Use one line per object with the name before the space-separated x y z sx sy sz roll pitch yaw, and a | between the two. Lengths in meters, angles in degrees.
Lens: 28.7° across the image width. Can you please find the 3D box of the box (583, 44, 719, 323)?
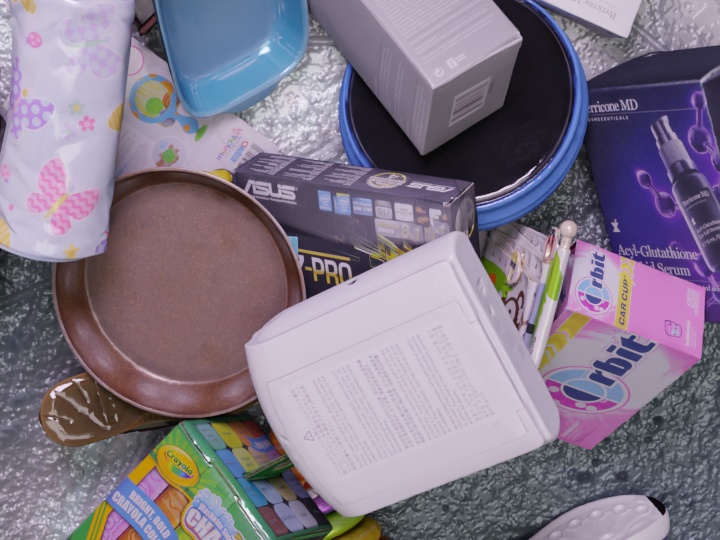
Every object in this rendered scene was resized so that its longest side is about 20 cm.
box | 0.271 -0.070 1.111 0.104 0.147 0.203 -26 105 -29

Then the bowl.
bowl | 0.078 -0.132 1.097 0.197 0.039 0.204 -2 76 8

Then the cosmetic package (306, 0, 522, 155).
cosmetic package | 0.023 -0.200 1.041 0.089 0.107 0.201 -30 74 -13

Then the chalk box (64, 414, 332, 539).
chalk box | -0.116 0.198 1.119 0.200 0.125 0.124 -45 72 12

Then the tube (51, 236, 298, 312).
tube | -0.144 0.001 1.113 0.197 0.051 0.078 6 125 11

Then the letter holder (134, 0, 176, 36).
letter holder | -0.126 -0.278 1.036 0.200 0.142 0.101 -44 103 4

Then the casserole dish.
casserole dish | -0.100 -0.199 1.039 0.120 0.039 0.201 -31 148 -16

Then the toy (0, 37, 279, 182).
toy | -0.176 -0.110 1.118 0.199 0.047 0.116 36 92 -18

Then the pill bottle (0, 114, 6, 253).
pill bottle | -0.319 -0.065 1.048 0.110 0.112 0.202 10 122 -8

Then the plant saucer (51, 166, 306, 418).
plant saucer | -0.137 0.014 1.079 0.197 0.035 0.203 3 110 7

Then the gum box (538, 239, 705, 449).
gum box | 0.178 0.067 1.133 0.112 0.200 0.067 19 56 -9

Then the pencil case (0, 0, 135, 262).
pencil case | -0.212 -0.108 0.989 0.089 0.083 0.203 6 108 -10

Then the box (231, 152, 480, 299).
box | 0.000 0.000 1.091 0.198 0.049 0.163 11 119 30

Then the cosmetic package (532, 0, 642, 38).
cosmetic package | 0.147 -0.292 1.108 0.198 0.052 0.153 22 94 -11

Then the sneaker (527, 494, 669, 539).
sneaker | 0.198 0.300 1.241 0.198 0.081 0.148 -26 112 -3

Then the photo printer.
photo printer | 0.022 0.083 1.019 0.198 0.070 0.168 -25 102 24

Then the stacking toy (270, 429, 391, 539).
stacking toy | -0.030 0.217 1.189 0.115 0.110 0.202 -22 93 15

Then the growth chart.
growth chart | 0.114 0.026 1.109 0.017 0.200 0.147 12 93 -16

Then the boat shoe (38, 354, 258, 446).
boat shoe | -0.169 0.095 1.156 0.197 0.065 0.074 -9 93 -23
